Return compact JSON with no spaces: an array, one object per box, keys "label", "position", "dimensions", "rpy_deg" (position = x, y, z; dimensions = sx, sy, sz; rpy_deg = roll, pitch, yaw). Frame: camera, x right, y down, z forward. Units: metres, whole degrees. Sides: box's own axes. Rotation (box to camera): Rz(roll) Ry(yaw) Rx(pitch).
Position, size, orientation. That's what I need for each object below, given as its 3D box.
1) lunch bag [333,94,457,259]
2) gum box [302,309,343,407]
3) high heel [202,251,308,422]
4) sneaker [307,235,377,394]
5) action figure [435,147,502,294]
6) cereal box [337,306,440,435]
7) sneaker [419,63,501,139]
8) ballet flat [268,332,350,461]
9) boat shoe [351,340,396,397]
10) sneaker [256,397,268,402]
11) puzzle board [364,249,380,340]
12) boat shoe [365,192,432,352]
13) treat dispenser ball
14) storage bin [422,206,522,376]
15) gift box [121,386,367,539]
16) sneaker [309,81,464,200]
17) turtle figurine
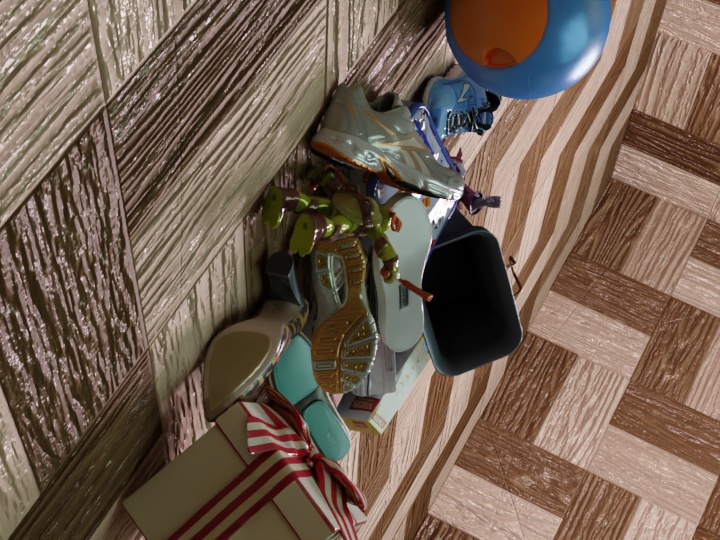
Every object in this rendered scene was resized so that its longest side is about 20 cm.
[{"label":"lunch bag","position":[0.047,-0.104,1.578],"dimensions":[0.161,0.075,0.200],"rpy_deg":[-59,147,-22]},{"label":"gum box","position":[-0.017,0.061,1.730],"dimensions":[0.200,0.066,0.114],"rpy_deg":[-61,165,-18]},{"label":"high heel","position":[-0.109,0.094,1.437],"dimensions":[0.143,0.071,0.201],"rpy_deg":[84,28,-62]},{"label":"sneaker","position":[-0.022,0.037,1.518],"dimensions":[0.088,0.075,0.201],"rpy_deg":[-113,-157,-71]},{"label":"action figure","position":[0.117,-0.073,1.875],"dimensions":[0.149,0.133,0.201],"rpy_deg":[-102,-155,-85]},{"label":"cereal box","position":[0.027,0.135,1.879],"dimensions":[0.040,0.144,0.200],"rpy_deg":[48,63,-27]},{"label":"sneaker","position":[0.131,-0.212,1.761],"dimensions":[0.200,0.090,0.079],"rpy_deg":[-45,156,-52]},{"label":"ballet flat","position":[-0.073,0.148,1.630],"dimensions":[0.070,0.069,0.201],"rpy_deg":[-50,128,-46]},{"label":"boat shoe","position":[0.030,0.091,1.835],"dimensions":[0.074,0.066,0.201],"rpy_deg":[90,7,-52]},{"label":"sneaker","position":[-0.132,0.210,1.567],"dimensions":[0.200,0.070,0.081],"rpy_deg":[-66,160,-70]},{"label":"puzzle board","position":[0.000,0.000,1.625],"dimensions":[0.151,0.017,0.201],"rpy_deg":[-44,132,-43]},{"label":"boat shoe","position":[0.033,-0.004,1.513],"dimensions":[0.070,0.064,0.201],"rpy_deg":[-16,127,-27]},{"label":"treat dispenser ball","position":[0.200,-0.307,1.620],"dimensions":[0.201,0.200,0.201],"rpy_deg":[-58,165,-26]},{"label":"storage bin","position":[0.125,0.008,1.751],"dimensions":[0.134,0.145,0.201],"rpy_deg":[-116,-175,-56]},{"label":"gift box","position":[-0.104,0.243,1.367],"dimensions":[0.187,0.185,0.200],"rpy_deg":[-40,173,4]},{"label":"sneaker","position":[0.043,-0.138,1.438],"dimensions":[0.200,0.076,0.092],"rpy_deg":[21,86,-38]},{"label":"turtle figurine","position":[-0.011,-0.048,1.375],"dimensions":[0.161,0.200,0.064],"rpy_deg":[-4,142,-48]}]
